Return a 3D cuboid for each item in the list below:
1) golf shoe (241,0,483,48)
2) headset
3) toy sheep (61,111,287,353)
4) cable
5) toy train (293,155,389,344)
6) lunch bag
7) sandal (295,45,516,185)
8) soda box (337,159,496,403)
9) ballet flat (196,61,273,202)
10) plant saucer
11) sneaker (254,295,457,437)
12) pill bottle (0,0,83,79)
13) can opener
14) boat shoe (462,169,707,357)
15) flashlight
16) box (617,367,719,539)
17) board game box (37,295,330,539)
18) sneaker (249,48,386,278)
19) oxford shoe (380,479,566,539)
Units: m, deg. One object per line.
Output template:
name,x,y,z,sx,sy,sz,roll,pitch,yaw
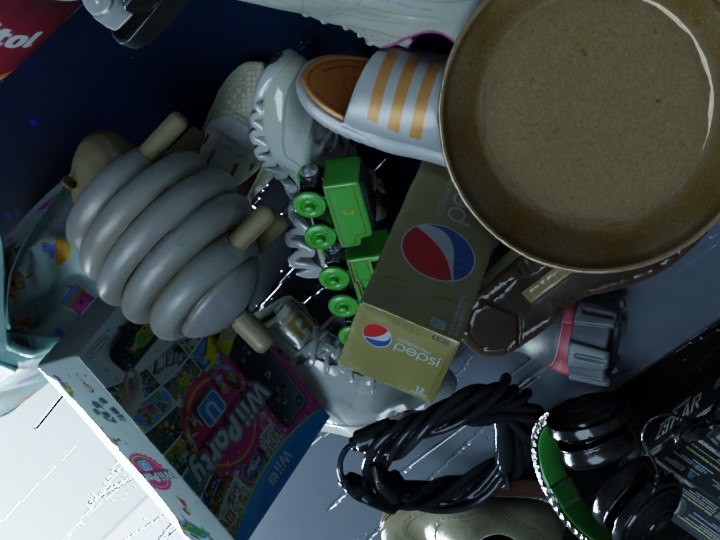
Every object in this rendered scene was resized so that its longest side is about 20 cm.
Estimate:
golf shoe,-0.008,-0.180,0.835,0.198,0.076,0.092,5,137,27
headset,0.203,0.141,0.969,0.124,0.093,0.200,59,154,10
toy sheep,-0.130,-0.021,0.905,0.200,0.138,0.138,46,137,12
cable,0.076,0.143,1.045,0.163,0.051,0.200,-37,146,13
toy train,0.000,0.000,0.920,0.056,0.042,0.201,-8,134,11
lunch bag,-0.268,0.026,1.058,0.122,0.201,0.170,43,135,-13
sandal,0.060,-0.111,0.858,0.205,0.080,0.059,20,137,-3
soda box,0.051,-0.013,0.855,0.067,0.201,0.064,22,136,2
ballet flat,-0.102,-0.071,0.984,0.067,0.063,0.201,29,135,1
plant saucer,0.148,-0.100,0.804,0.198,0.035,0.202,2,107,7
sneaker,-0.026,0.076,1.066,0.199,0.074,0.116,-8,127,34
pill bottle,-0.240,-0.219,0.889,0.113,0.113,0.199,47,133,-16
can opener,-0.101,-0.227,0.810,0.200,0.066,0.053,-43,71,17
boat shoe,0.150,-0.021,0.892,0.201,0.075,0.075,-29,113,17
flashlight,0.097,0.037,0.972,0.198,0.068,0.068,11,120,19
box,0.322,0.166,0.984,0.199,0.044,0.160,34,136,-4
board game box,-0.132,0.095,1.001,0.064,0.148,0.201,-16,119,43
sneaker,-0.022,-0.072,0.929,0.080,0.075,0.201,14,141,29
oxford shoe,0.090,0.235,1.143,0.199,0.075,0.071,-18,120,38
